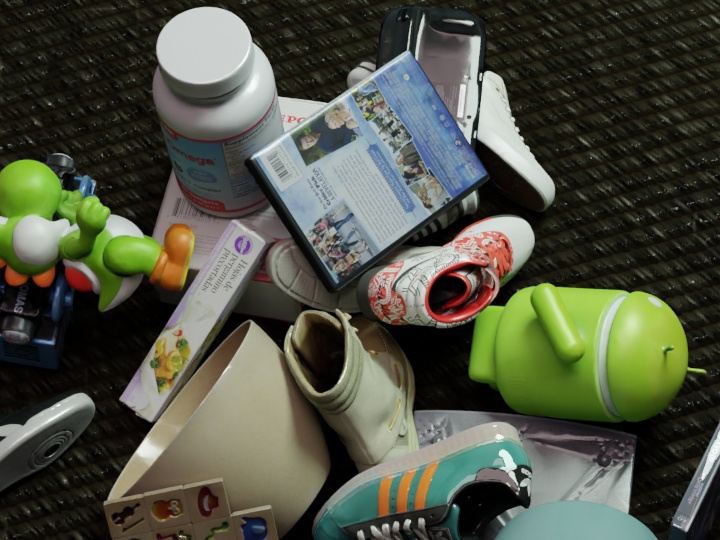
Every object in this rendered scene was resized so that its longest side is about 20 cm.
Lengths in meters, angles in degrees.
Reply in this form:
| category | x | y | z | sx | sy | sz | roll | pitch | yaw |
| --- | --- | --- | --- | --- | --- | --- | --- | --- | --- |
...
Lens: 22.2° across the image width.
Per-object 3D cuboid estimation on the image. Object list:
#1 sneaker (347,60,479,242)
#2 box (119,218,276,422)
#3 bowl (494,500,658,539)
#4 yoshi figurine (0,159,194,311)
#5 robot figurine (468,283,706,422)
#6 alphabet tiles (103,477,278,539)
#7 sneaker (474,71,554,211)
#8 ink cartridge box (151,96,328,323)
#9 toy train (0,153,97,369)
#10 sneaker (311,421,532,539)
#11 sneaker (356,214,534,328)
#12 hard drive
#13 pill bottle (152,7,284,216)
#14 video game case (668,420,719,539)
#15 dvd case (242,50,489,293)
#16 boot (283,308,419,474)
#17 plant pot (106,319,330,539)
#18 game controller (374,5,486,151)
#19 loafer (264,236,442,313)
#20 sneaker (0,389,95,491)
| category | x | y | z | sx | sy | sz | roll | pitch | yaw |
| --- | --- | --- | --- | --- | --- | --- | --- | --- | --- |
| sneaker | 0.017 | -0.112 | 1.780 | 0.115 | 0.076 | 0.201 | -29 | 64 | -14 |
| box | -0.148 | 0.046 | 1.665 | 0.039 | 0.041 | 0.200 | 34 | 99 | 8 |
| bowl | 0.177 | 0.264 | 1.500 | 0.200 | 0.201 | 0.105 | 5 | 41 | 8 |
| yoshi figurine | -0.247 | -0.045 | 1.633 | 0.199 | 0.113 | 0.112 | 10 | 45 | -7 |
| robot figurine | 0.197 | 0.074 | 1.616 | 0.200 | 0.175 | 0.116 | 2 | 75 | 32 |
| alphabet tiles | -0.144 | 0.269 | 1.523 | 0.167 | 0.201 | 0.008 | -11 | 22 | -2 |
| sneaker | 0.131 | -0.145 | 1.787 | 0.085 | 0.073 | 0.200 | -39 | 70 | -18 |
| ink cartridge box | -0.106 | -0.064 | 1.758 | 0.146 | 0.083 | 0.200 | 8 | 61 | 10 |
| toy train | -0.301 | -0.010 | 1.724 | 0.086 | 0.114 | 0.200 | 10 | 61 | -2 |
| sneaker | 0.051 | 0.202 | 1.538 | 0.200 | 0.071 | 0.080 | -28 | 45 | 12 |
| sneaker | 0.104 | 0.003 | 1.641 | 0.201 | 0.067 | 0.108 | -20 | 14 | -32 |
| hard drive | 0.137 | 0.195 | 1.611 | 0.199 | 0.042 | 0.135 | 5 | 61 | 9 |
| pill bottle | -0.126 | -0.142 | 1.641 | 0.108 | 0.200 | 0.109 | -2 | 60 | 4 |
| video game case | 0.307 | 0.164 | 1.558 | 0.019 | 0.143 | 0.200 | 23 | 64 | 19 |
| dvd case | 0.009 | -0.091 | 1.657 | 0.200 | 0.018 | 0.143 | -36 | 98 | -26 |
| boot | -0.012 | 0.080 | 1.609 | 0.072 | 0.155 | 0.200 | -24 | 41 | 12 |
| plant pot | -0.106 | 0.163 | 1.584 | 0.134 | 0.200 | 0.200 | 39 | 67 | -7 |
| game controller | 0.062 | -0.160 | 1.748 | 0.104 | 0.042 | 0.201 | 8 | 72 | -2 |
| loafer | 0.000 | 0.000 | 1.691 | 0.199 | 0.063 | 0.072 | 4 | 100 | -24 |
| sneaker | -0.349 | 0.146 | 1.661 | 0.200 | 0.073 | 0.112 | -37 | 65 | -14 |
